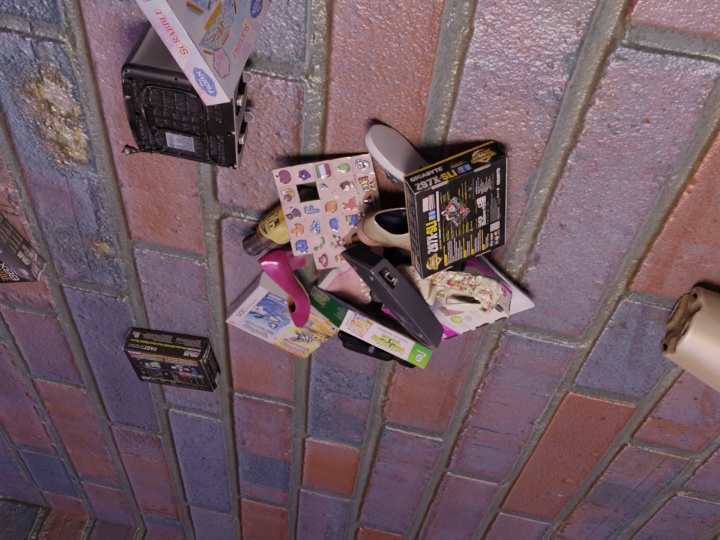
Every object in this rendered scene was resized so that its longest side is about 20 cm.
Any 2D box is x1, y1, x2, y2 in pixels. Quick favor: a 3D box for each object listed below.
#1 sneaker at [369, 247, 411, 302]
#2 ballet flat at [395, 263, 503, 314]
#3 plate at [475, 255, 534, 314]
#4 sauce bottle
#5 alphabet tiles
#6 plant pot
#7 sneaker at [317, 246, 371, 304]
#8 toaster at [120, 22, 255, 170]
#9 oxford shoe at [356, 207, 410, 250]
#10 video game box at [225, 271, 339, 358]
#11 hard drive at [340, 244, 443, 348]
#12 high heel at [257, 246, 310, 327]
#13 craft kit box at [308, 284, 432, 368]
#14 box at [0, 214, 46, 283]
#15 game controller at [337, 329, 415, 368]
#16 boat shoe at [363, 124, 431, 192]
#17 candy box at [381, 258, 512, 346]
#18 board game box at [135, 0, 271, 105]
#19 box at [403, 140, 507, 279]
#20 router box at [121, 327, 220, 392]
[{"bbox_3d":[0.067,-0.026,1.575,0.090,0.067,0.200,37,123,-14],"label":"sneaker"},{"bbox_3d":[0.140,0.031,1.485,0.198,0.064,0.076,8,154,28],"label":"ballet flat"},{"bbox_3d":[0.190,0.031,1.651,0.199,0.033,0.199,-23,131,40],"label":"plate"},{"bbox_3d":[-0.143,-0.079,1.587,0.064,0.065,0.199,33,139,-25],"label":"sauce bottle"},{"bbox_3d":[-0.046,-0.093,1.496,0.165,0.008,0.202,-8,121,7],"label":"alphabet tiles"},{"bbox_3d":[0.625,0.124,1.516,0.182,0.201,0.201,26,145,2],"label":"plant pot"},{"bbox_3d":[0.000,0.000,1.636,0.104,0.076,0.200,27,150,-11],"label":"sneaker"},{"bbox_3d":[-0.262,-0.258,1.336,0.198,0.120,0.182,11,144,3],"label":"toaster"},{"bbox_3d":[0.097,-0.068,1.468,0.198,0.072,0.074,-3,169,-20],"label":"oxford shoe"},{"bbox_3d":[-0.158,0.097,1.851,0.199,0.047,0.182,27,145,-17],"label":"video game box"},{"bbox_3d":[0.058,0.040,1.506,0.200,0.042,0.135,49,171,-29],"label":"hard drive"},{"bbox_3d":[-0.147,0.040,1.693,0.095,0.068,0.201,-17,138,-21],"label":"high heel"},{"bbox_3d":[0.014,0.104,1.696,0.196,0.049,0.200,24,-177,-24],"label":"craft kit box"},{"bbox_3d":[-0.779,-0.051,1.856,0.156,0.050,0.201,-2,141,21],"label":"box"},{"bbox_3d":[0.039,0.154,1.753,0.104,0.043,0.199,11,173,34],"label":"game controller"},{"bbox_3d":[0.072,-0.154,1.410,0.199,0.069,0.056,34,141,-30],"label":"boat shoe"},{"bbox_3d":[0.156,0.054,1.614,0.136,0.061,0.199,39,138,-27],"label":"candy box"},{"bbox_3d":[-0.198,-0.351,1.118,0.041,0.201,0.200,-4,141,25],"label":"board game box"},{"bbox_3d":[0.153,-0.092,1.406,0.158,0.050,0.201,-21,140,-9],"label":"box"},{"bbox_3d":[-0.441,0.211,2.087,0.198,0.063,0.150,7,145,10],"label":"router box"}]
